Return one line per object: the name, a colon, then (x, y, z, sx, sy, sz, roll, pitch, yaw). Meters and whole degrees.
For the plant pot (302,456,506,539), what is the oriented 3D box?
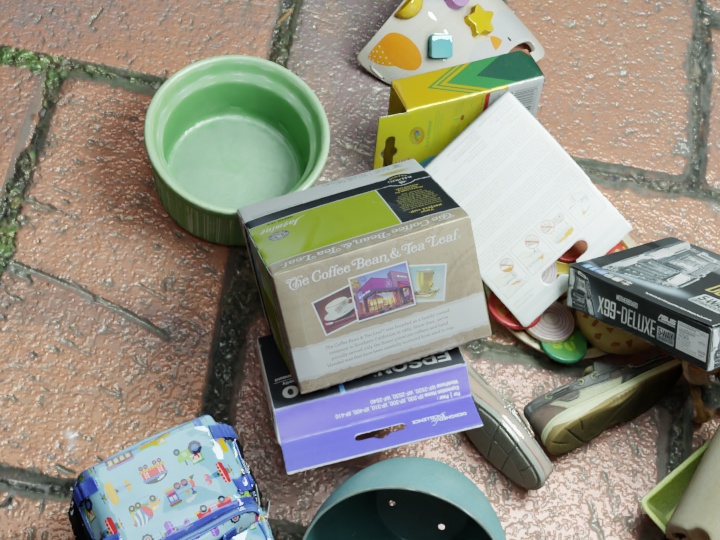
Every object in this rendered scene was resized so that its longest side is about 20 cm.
plant pot: (0.051, 0.256, 1.370, 0.199, 0.201, 0.135, 20, 27, 2)

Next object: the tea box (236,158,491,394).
tea box: (0.000, 0.000, 1.434, 0.198, 0.135, 0.197, -16, 23, -8)

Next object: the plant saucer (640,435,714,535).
plant saucer: (0.413, 0.263, 1.484, 0.199, 0.048, 0.200, -34, 72, -22)

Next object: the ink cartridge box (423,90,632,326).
ink cartridge box: (0.167, -0.067, 1.552, 0.162, 0.050, 0.200, -42, 88, 2)

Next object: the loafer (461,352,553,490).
loafer: (0.131, 0.138, 1.497, 0.200, 0.072, 0.063, 43, 57, 17)

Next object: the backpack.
backpack: (-0.163, 0.263, 1.349, 0.181, 0.135, 0.201, -19, 70, -17)

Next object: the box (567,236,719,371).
box: (0.335, 0.029, 1.469, 0.157, 0.050, 0.200, -14, 26, -32)

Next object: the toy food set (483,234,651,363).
toy food set: (0.228, 0.009, 1.587, 0.196, 0.049, 0.202, -5, 64, -11)

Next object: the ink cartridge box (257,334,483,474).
ink cartridge box: (0.004, 0.107, 1.432, 0.196, 0.044, 0.200, -14, 31, -5)

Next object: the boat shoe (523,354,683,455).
boat shoe: (0.257, 0.125, 1.512, 0.199, 0.074, 0.065, -20, 53, -34)

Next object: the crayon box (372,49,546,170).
crayon box: (0.099, -0.167, 1.612, 0.198, 0.127, 0.051, -15, 55, -17)

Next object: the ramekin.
ramekin: (-0.136, -0.125, 1.574, 0.198, 0.098, 0.202, 3, 62, -6)

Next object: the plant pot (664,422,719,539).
plant pot: (0.397, 0.218, 1.385, 0.200, 0.201, 0.184, 37, 75, 11)

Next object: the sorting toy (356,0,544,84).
sorting toy: (0.128, -0.280, 1.711, 0.180, 0.107, 0.201, 39, 62, -10)

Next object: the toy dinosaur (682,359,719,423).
toy dinosaur: (0.359, 0.107, 1.525, 0.107, 0.060, 0.200, 67, 26, -6)
